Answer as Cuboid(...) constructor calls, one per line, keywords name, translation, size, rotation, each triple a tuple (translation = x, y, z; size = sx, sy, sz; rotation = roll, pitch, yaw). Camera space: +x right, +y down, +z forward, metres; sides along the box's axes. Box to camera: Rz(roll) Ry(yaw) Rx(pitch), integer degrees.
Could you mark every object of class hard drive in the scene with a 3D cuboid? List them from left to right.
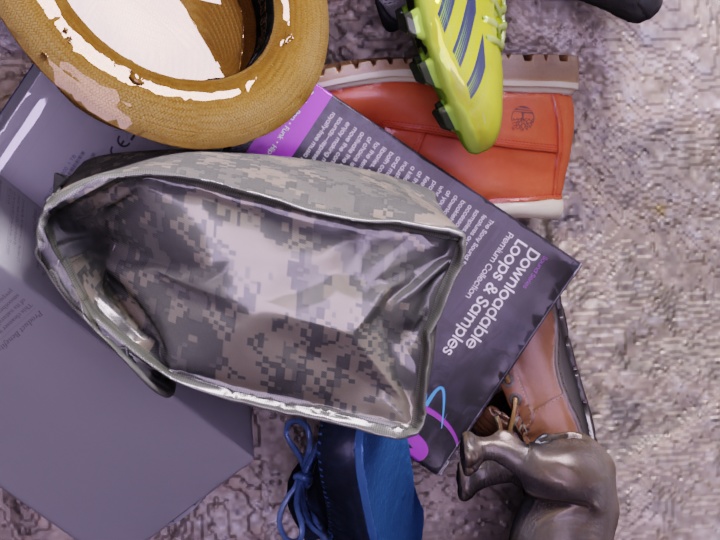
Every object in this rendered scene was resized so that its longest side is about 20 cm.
Cuboid(name="hard drive", translation=(-0.122, -0.021, 1.000), size=(0.200, 0.025, 0.132), rotation=(35, 86, -26))

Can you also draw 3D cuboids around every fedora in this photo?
Cuboid(name="fedora", translation=(-0.114, -0.137, 0.928), size=(0.200, 0.082, 0.201), rotation=(14, 57, -22))

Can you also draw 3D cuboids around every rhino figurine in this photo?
Cuboid(name="rhino figurine", translation=(0.103, 0.181, 0.992), size=(0.087, 0.060, 0.200), rotation=(-5, 98, -3))

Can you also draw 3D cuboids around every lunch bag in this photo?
Cuboid(name="lunch bag", translation=(-0.061, -0.002, 0.880), size=(0.200, 0.164, 0.118), rotation=(13, 99, -5))

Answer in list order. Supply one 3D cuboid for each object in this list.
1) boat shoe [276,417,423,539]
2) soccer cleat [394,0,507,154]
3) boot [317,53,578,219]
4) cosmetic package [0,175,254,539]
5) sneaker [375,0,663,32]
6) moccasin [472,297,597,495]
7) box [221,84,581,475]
Cuboid(name="boat shoe", translation=(-0.011, 0.129, 0.972), size=(0.069, 0.200, 0.084), rotation=(8, 57, 12))
Cuboid(name="soccer cleat", translation=(0.056, -0.164, 0.968), size=(0.084, 0.065, 0.200), rotation=(-13, 85, -3))
Cuboid(name="boot", translation=(0.028, -0.071, 1.032), size=(0.200, 0.075, 0.107), rotation=(-1, 96, -10))
Cuboid(name="cosmetic package", translation=(-0.161, 0.055, 0.951), size=(0.113, 0.081, 0.200), rotation=(-36, 123, 18))
Cuboid(name="sneaker", translation=(0.067, -0.173, 1.039), size=(0.200, 0.075, 0.116), rotation=(34, 91, 2))
Cuboid(name="moccasin", translation=(0.094, 0.082, 1.045), size=(0.078, 0.074, 0.202), rotation=(-14, 97, 6))
Cuboid(name="box", translation=(0.000, 0.000, 0.986), size=(0.200, 0.036, 0.143), rotation=(34, 93, -7))
